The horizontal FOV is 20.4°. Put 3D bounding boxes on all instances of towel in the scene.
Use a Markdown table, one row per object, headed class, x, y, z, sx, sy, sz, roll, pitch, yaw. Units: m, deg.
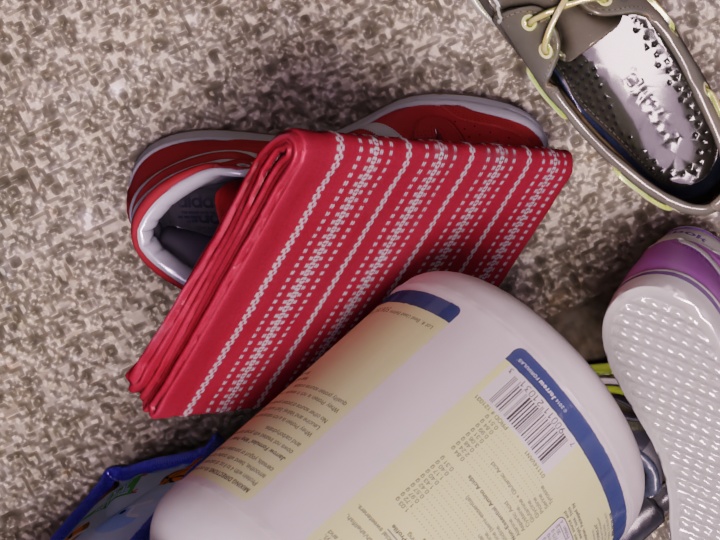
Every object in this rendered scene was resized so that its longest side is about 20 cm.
| class | x | y | z | sx | sy | sz | roll | pitch | yaw |
| --- | --- | --- | --- | --- | --- | --- | --- | --- | --- |
| towel | 0.000 | 0.000 | 0.869 | 0.022 | 0.200 | 0.145 | 46 | 118 | 29 |

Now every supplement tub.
| class | x | y | z | sx | sy | sz | roll | pitch | yaw |
| --- | --- | --- | --- | --- | --- | --- | --- | --- | --- |
| supplement tub | 0.005 | 0.112 | 0.828 | 0.200 | 0.145 | 0.145 | -41 | 105 | -21 |

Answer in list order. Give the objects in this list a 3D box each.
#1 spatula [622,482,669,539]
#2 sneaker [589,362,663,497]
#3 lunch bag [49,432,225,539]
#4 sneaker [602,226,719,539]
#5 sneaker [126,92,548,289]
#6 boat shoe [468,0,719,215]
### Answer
| class | x | y | z | sx | sy | sz | roll | pitch | yaw |
| --- | --- | --- | --- | --- | --- | --- | --- | --- | --- |
| spatula | 0.159 | 0.109 | 0.996 | 0.200 | 0.021 | 0.057 | -41 | 90 | 13 |
| sneaker | 0.056 | 0.101 | 0.961 | 0.199 | 0.081 | 0.074 | -20 | 106 | 5 |
| lunch bag | -0.092 | 0.203 | 0.917 | 0.124 | 0.200 | 0.170 | -25 | 107 | 45 |
| sneaker | 0.180 | 0.074 | 0.937 | 0.072 | 0.114 | 0.201 | -12 | 107 | 24 |
| sneaker | -0.009 | -0.031 | 0.904 | 0.199 | 0.113 | 0.072 | -7 | 107 | 1 |
| boat shoe | 0.106 | -0.108 | 0.911 | 0.072 | 0.060 | 0.202 | -38 | 104 | 10 |
